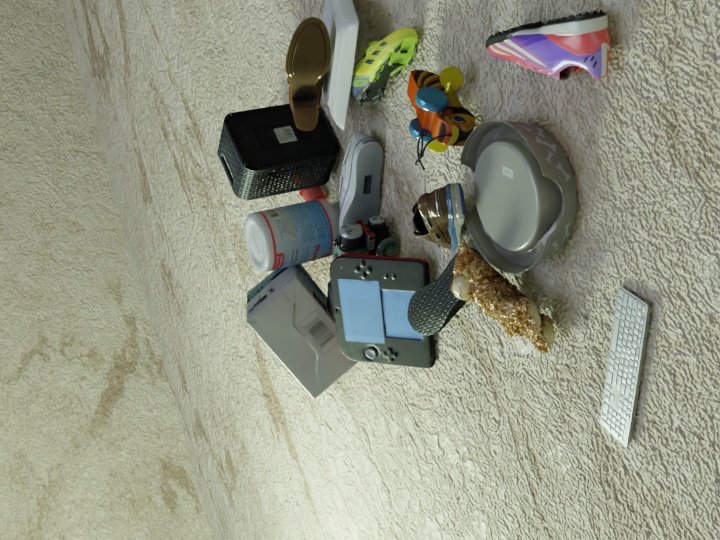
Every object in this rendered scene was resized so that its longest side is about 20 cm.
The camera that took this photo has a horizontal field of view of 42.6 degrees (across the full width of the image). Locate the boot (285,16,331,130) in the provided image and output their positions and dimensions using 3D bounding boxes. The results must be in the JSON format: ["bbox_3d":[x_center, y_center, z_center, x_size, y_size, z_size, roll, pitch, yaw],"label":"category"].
[{"bbox_3d":[-0.096,-0.357,1.569,0.156,0.073,0.202,-98,16,-52],"label":"boot"}]

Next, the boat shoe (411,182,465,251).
[{"bbox_3d":[0.110,-0.078,1.337,0.200,0.071,0.073,77,-171,-73],"label":"boat shoe"}]

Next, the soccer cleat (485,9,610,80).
[{"bbox_3d":[0.219,-0.260,1.104,0.199,0.068,0.074,12,117,60],"label":"soccer cleat"}]

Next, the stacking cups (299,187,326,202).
[{"bbox_3d":[-0.129,-0.206,1.853,0.202,0.060,0.061,63,151,24],"label":"stacking cups"}]

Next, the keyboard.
[{"bbox_3d":[0.323,0.119,1.135,0.056,0.011,0.203,39,135,52],"label":"keyboard"}]

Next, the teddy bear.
[{"bbox_3d":[0.188,0.043,1.267,0.200,0.067,0.145,43,-175,27],"label":"teddy bear"}]

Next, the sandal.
[{"bbox_3d":[0.140,0.039,1.443,0.201,0.047,0.076,-47,58,46],"label":"sandal"}]

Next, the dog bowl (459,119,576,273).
[{"bbox_3d":[0.206,-0.101,1.213,0.200,0.058,0.203,39,135,51],"label":"dog bowl"}]

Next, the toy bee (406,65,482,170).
[{"bbox_3d":[0.123,-0.208,1.309,0.131,0.107,0.203,110,164,-61],"label":"toy bee"}]

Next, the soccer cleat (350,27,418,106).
[{"bbox_3d":[0.029,-0.335,1.457,0.200,0.064,0.085,-41,63,62],"label":"soccer cleat"}]

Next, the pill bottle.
[{"bbox_3d":[-0.105,-0.070,1.705,0.109,0.198,0.110,39,136,52],"label":"pill bottle"}]

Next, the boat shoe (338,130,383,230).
[{"bbox_3d":[-0.003,-0.146,1.623,0.065,0.073,0.202,52,136,48],"label":"boat shoe"}]

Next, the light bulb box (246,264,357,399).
[{"bbox_3d":[-0.109,0.100,1.731,0.199,0.124,0.200,51,-176,-15],"label":"light bulb box"}]

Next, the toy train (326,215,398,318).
[{"bbox_3d":[0.000,0.000,1.622,0.085,0.113,0.202,47,142,44],"label":"toy train"}]

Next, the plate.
[{"bbox_3d":[-0.042,-0.373,1.552,0.201,0.032,0.201,-103,16,-47],"label":"plate"}]

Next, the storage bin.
[{"bbox_3d":[-0.154,-0.226,1.726,0.136,0.198,0.094,64,153,24],"label":"storage bin"}]

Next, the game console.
[{"bbox_3d":[0.037,0.068,1.556,0.175,0.031,0.203,6,117,25],"label":"game console"}]
